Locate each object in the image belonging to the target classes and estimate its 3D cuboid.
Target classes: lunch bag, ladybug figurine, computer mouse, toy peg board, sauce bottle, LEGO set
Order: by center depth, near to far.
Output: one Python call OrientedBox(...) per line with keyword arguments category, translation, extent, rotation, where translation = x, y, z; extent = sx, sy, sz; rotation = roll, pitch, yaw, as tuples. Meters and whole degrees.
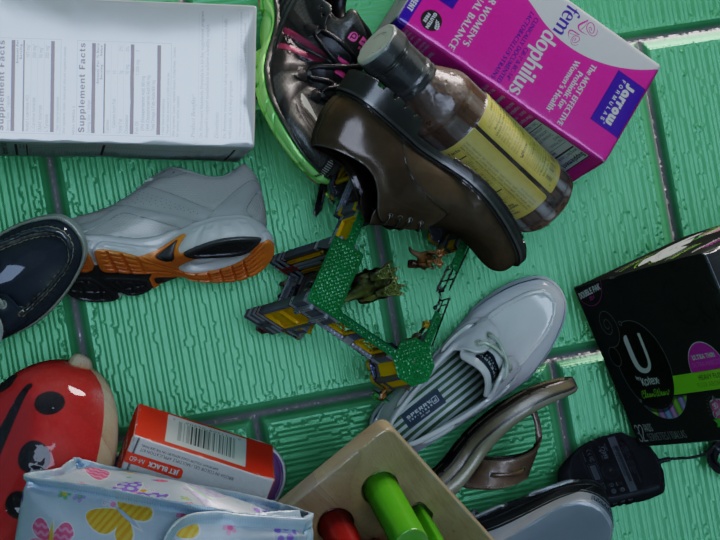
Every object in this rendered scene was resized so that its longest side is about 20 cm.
OrientedBox(category="lunch bag", translation=(-0.136, 0.228, 1.212), extent=(0.200, 0.127, 0.170), rotation=(11, 93, 10))
OrientedBox(category="toy peg board", translation=(0.009, 0.252, 1.297), extent=(0.199, 0.098, 0.200), rotation=(-39, 118, 2))
OrientedBox(category="ladybug figurine", translation=(-0.254, 0.151, 1.321), extent=(0.136, 0.072, 0.200), rotation=(16, 80, 33))
OrientedBox(category="sauce bottle", translation=(0.080, -0.111, 1.367), extent=(0.200, 0.065, 0.065), rotation=(43, 80, -25))
OrientedBox(category="LEGO set", translation=(0.000, 0.000, 1.402), extent=(0.154, 0.116, 0.200), rotation=(26, 68, -27))
OrientedBox(category="computer mouse", translation=(0.254, 0.159, 1.466), extent=(0.200, 0.034, 0.059), rotation=(-9, 61, -16))

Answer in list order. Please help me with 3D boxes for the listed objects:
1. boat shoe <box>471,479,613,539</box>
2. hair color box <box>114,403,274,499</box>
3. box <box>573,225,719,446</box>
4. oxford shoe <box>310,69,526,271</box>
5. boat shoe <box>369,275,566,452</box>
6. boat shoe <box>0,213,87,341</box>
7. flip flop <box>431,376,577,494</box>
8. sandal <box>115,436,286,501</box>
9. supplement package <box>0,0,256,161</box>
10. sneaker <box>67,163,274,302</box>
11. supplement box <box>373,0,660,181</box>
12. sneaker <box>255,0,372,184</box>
OrientedBox(category="boat shoe", translation=(0.106, 0.220, 1.412), extent=(0.199, 0.068, 0.074), rotation=(-32, 104, 13))
OrientedBox(category="hair color box", translation=(-0.148, 0.213, 1.333), extent=(0.111, 0.064, 0.200), rotation=(18, 108, -9))
OrientedBox(category="box", translation=(0.286, 0.044, 1.381), extent=(0.124, 0.200, 0.149), rotation=(-23, 91, -22))
OrientedBox(category="oxford shoe", translation=(0.040, -0.055, 1.335), extent=(0.200, 0.073, 0.084), rotation=(39, 77, -17))
OrientedBox(category="boat shoe", translation=(0.095, 0.081, 1.420), extent=(0.200, 0.067, 0.074), rotation=(-45, 95, -10))
OrientedBox(category="boat shoe", translation=(-0.292, 0.027, 1.323), extent=(0.200, 0.062, 0.075), rotation=(-29, 94, 11))
OrientedBox(category="flip flop", translation=(0.098, 0.157, 1.409), extent=(0.200, 0.081, 0.058), rotation=(-44, 90, -6))
OrientedBox(category="sandal", translation=(-0.156, 0.172, 1.376), extent=(0.202, 0.050, 0.083), rotation=(-4, 87, -11))
OrientedBox(category="supplement package", translation=(-0.185, -0.144, 1.359), extent=(0.200, 0.114, 0.110), rotation=(1, 88, -11))
OrientedBox(category="sneaker", translation=(-0.167, -0.035, 1.387), extent=(0.200, 0.076, 0.092), rotation=(-5, 57, 0))
OrientedBox(category="supplement box", translation=(0.119, -0.167, 1.418), extent=(0.200, 0.103, 0.101), rotation=(34, 72, -8))
OrientedBox(category="sneaker", translation=(-0.033, -0.162, 1.373), extent=(0.084, 0.077, 0.200), rotation=(-14, 64, 21))
